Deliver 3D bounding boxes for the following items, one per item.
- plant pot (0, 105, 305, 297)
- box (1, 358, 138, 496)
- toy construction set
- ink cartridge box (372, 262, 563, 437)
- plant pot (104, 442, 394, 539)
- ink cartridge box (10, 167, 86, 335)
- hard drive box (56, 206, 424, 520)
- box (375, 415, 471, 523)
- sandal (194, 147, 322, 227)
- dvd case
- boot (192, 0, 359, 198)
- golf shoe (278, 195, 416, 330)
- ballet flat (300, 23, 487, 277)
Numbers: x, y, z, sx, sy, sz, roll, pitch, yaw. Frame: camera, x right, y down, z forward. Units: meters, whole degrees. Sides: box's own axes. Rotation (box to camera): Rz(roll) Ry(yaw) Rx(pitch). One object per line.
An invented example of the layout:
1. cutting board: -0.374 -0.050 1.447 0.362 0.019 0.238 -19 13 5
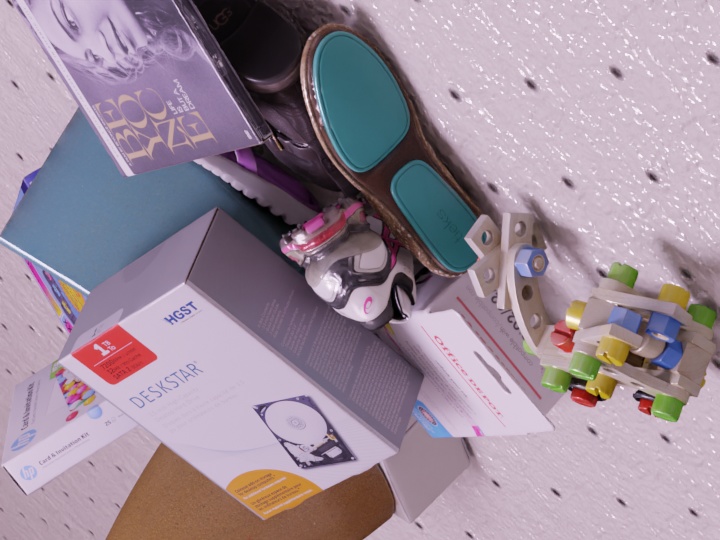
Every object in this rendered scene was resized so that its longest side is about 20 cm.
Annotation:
1. plant pot: -0.133 -0.026 1.809 0.200 0.141 0.141 35 -171 11
2. box: -0.211 0.095 2.082 0.041 0.200 0.156 53 -169 -21
3. toy construction set: 0.142 0.035 1.507 0.131 0.092 0.200 30 -179 -36
4. ink cartridge box: 0.078 0.053 1.700 0.115 0.068 0.200 50 160 -12
5. plant pot: -0.109 0.194 1.919 0.186 0.200 0.187 40 158 20
6. ink cartridge box: -0.239 -0.024 2.131 0.137 0.076 0.200 57 159 6
7. hard drive box: -0.083 0.069 1.697 0.200 0.077 0.156 39 136 -20
8. box: -0.013 0.113 1.979 0.200 0.078 0.095 28 153 40
9. sandal: -0.094 -0.098 1.744 0.203 0.050 0.082 35 -169 -40
10. dvd case: -0.149 -0.137 1.615 0.200 0.016 0.149 -8 117 58
11. boot: -0.083 -0.142 1.650 0.200 0.069 0.174 49 174 26
12. golf shoe: 0.000 0.000 1.647 0.092 0.073 0.200 58 -169 1
13. ballet flat: 0.011 -0.077 1.588 0.200 0.070 0.065 58 165 -24
